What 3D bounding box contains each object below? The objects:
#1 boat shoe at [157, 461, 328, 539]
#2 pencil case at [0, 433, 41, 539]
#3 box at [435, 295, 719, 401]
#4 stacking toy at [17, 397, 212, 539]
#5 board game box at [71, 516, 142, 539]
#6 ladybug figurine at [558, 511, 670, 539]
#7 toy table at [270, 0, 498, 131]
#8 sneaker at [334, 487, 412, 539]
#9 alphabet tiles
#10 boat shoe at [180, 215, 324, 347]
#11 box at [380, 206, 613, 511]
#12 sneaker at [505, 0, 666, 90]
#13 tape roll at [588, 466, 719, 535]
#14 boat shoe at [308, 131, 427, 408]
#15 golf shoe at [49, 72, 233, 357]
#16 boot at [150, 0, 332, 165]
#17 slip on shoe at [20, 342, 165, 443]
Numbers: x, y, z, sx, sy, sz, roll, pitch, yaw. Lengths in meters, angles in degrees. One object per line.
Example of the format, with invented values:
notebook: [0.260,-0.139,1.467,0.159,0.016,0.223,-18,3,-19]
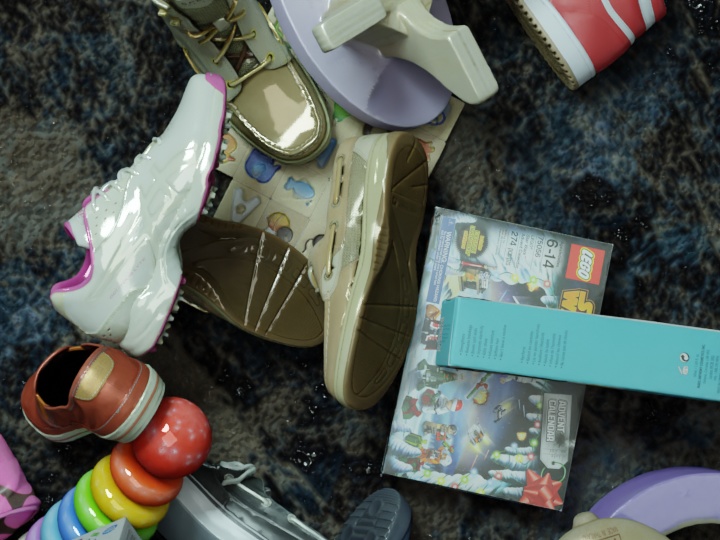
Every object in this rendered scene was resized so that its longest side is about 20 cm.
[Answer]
boat shoe: [-0.091,0.174,1.112,0.199,0.074,0.068,30,50,27]
pencil case: [-0.319,0.115,1.114,0.093,0.091,0.201,-32,84,-37]
box: [0.156,0.056,1.081,0.198,0.082,0.050,7,87,-3]
stacking toy: [-0.164,0.163,1.066,0.085,0.085,0.200,43,121,3]
board game box: [-0.169,0.276,1.069,0.134,0.034,0.201,-24,114,15]
ladybug figurine: [0.179,0.257,1.028,0.135,0.072,0.202,-14,87,-2]
toy table: [0.019,-0.198,1.088,0.184,0.117,0.200,-46,106,-21]
sneaker: [0.004,0.262,1.125,0.082,0.070,0.201,27,81,-27]
alphabet tiles: [-0.023,-0.105,1.169,0.166,0.006,0.201,27,86,1]
boat shoe: [-0.108,-0.005,1.135,0.199,0.064,0.072,29,80,-15]
box: [0.100,0.065,1.141,0.136,0.040,0.202,11,86,0]
sneaker: [0.147,-0.248,1.146,0.112,0.071,0.201,-34,94,2]
tape roll: [0.244,0.243,1.108,0.198,0.085,0.202,0,86,-1]
boat shoe: [0.000,0.000,1.108,0.064,0.071,0.202,1,72,34]
golf shoe: [-0.148,-0.046,1.050,0.091,0.075,0.201,19,87,-11]
boot: [-0.097,-0.169,1.092,0.072,0.155,0.201,-35,82,-1]
slip on shoe: [-0.198,0.079,1.067,0.061,0.200,0.074,36,73,-22]
